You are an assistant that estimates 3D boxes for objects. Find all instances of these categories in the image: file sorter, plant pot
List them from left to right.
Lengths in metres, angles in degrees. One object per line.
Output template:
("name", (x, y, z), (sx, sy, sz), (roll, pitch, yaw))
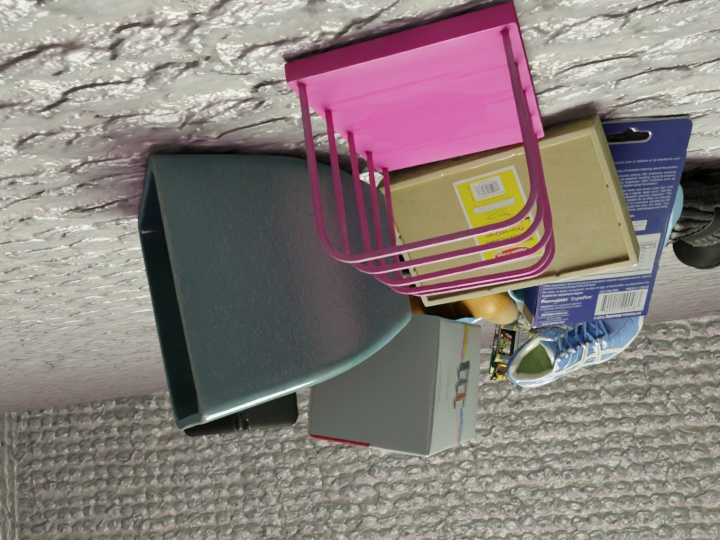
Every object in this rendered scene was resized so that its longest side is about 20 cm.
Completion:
("plant pot", (-0.072, 0.012, 0.668), (0.197, 0.199, 0.196), (-11, 171, -21))
("file sorter", (0.055, -0.059, 0.520), (0.137, 0.128, 0.200), (-10, 168, 16))

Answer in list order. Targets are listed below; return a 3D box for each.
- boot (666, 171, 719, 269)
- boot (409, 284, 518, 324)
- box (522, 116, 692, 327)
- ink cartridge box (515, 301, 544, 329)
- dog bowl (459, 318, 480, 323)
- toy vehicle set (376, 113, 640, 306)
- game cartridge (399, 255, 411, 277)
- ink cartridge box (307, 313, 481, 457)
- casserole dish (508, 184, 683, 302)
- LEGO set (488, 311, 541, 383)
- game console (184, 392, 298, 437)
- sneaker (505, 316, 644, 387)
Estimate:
("boot", (0.361, -0.051, 0.866), (0.155, 0.081, 0.212), (-12, 159, -10))
("boot", (0.093, 0.023, 0.982), (0.199, 0.072, 0.144), (2, 159, 35))
("box", (0.217, -0.044, 0.693), (0.119, 0.203, 0.033), (-5, -146, -9))
("ink cartridge box", (0.293, 0.000, 1.021), (0.174, 0.085, 0.199), (-33, 161, 15))
("dog bowl", (0.165, 0.041, 1.147), (0.110, 0.050, 0.200), (-29, 180, 2))
("toy vehicle set", (0.123, -0.044, 0.664), (0.197, 0.126, 0.027), (-12, -156, 29))
("game cartridge", (0.122, -0.013, 1.036), (0.198, 0.042, 0.132), (-17, 161, 41))
("ink cartridge box", (0.048, 0.125, 0.901), (0.143, 0.147, 0.200), (3, 174, 22))
("casserole dish", (0.210, -0.044, 0.738), (0.197, 0.123, 0.039), (-19, -146, -7))
("LEGO set", (0.287, 0.096, 1.295), (0.114, 0.203, 0.154), (9, 157, 6))
("game console", (-0.218, 0.182, 1.367), (0.173, 0.204, 0.116), (-11, 168, 19))
("sneaker", (0.273, 0.097, 0.989), (0.199, 0.076, 0.077), (-37, 165, 21))
